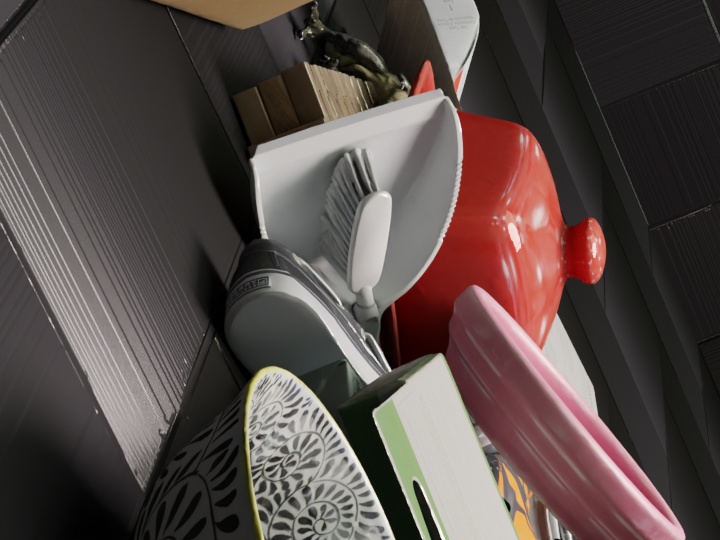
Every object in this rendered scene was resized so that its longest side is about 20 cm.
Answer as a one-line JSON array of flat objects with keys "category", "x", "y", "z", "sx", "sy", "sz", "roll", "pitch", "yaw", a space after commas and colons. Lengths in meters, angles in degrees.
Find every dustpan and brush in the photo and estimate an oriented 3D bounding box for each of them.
[{"category": "dustpan and brush", "x": 0.000, "y": 0.000, "z": 1.418, "sx": 0.057, "sy": 0.139, "sz": 0.201, "roll": 52, "pitch": -30, "yaw": 37}]

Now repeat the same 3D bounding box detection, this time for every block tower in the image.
[{"category": "block tower", "x": -0.027, "y": -0.095, "z": 1.529, "sx": 0.200, "sy": 0.054, "sz": 0.058, "roll": -9, "pitch": 77, "yaw": -78}]

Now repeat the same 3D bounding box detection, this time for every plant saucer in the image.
[{"category": "plant saucer", "x": 0.115, "y": 0.100, "z": 1.426, "sx": 0.201, "sy": 0.051, "sz": 0.201, "roll": 49, "pitch": 5, "yaw": -5}]

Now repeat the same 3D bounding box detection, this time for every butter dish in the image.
[{"category": "butter dish", "x": 0.089, "y": -0.013, "z": 1.560, "sx": 0.200, "sy": 0.147, "sz": 0.201, "roll": -72, "pitch": 159, "yaw": -55}]

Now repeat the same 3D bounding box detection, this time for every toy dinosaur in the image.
[{"category": "toy dinosaur", "x": -0.003, "y": -0.145, "z": 1.693, "sx": 0.088, "sy": 0.048, "sz": 0.200, "roll": 27, "pitch": 13, "yaw": -38}]

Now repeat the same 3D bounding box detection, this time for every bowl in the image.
[{"category": "bowl", "x": -0.044, "y": 0.149, "z": 0.976, "sx": 0.201, "sy": 0.094, "sz": 0.202, "roll": -21, "pitch": 90, "yaw": -78}]

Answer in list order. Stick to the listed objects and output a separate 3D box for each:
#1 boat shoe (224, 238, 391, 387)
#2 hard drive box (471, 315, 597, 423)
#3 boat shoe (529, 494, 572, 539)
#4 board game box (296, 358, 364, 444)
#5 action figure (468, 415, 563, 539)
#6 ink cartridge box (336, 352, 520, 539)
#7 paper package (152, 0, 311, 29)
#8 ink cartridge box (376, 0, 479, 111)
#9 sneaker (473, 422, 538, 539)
[{"category": "boat shoe", "x": -0.013, "y": 0.066, "z": 1.311, "sx": 0.200, "sy": 0.071, "sz": 0.068, "roll": 53, "pitch": 20, "yaw": -30}, {"category": "hard drive box", "x": 0.117, "y": 0.075, "z": 1.808, "sx": 0.156, "sy": 0.076, "sz": 0.201, "roll": -90, "pitch": 155, "yaw": -57}, {"category": "boat shoe", "x": 0.144, "y": 0.246, "z": 1.665, "sx": 0.072, "sy": 0.068, "sz": 0.201, "roll": 42, "pitch": 29, "yaw": -63}, {"category": "board game box", "x": 0.012, "y": 0.170, "z": 1.253, "sx": 0.148, "sy": 0.064, "sz": 0.201, "roll": -93, "pitch": 157, "yaw": -51}, {"category": "action figure", "x": 0.081, "y": 0.185, "z": 1.415, "sx": 0.200, "sy": 0.118, "sz": 0.102, "roll": 53, "pitch": 8, "yaw": -22}, {"category": "ink cartridge box", "x": 0.033, "y": 0.127, "z": 1.168, "sx": 0.146, "sy": 0.048, "sz": 0.200, "roll": 68, "pitch": 15, "yaw": -1}, {"category": "paper package", "x": -0.036, "y": -0.230, "z": 1.394, "sx": 0.200, "sy": 0.189, "sz": 0.104, "roll": 1, "pitch": 68, "yaw": -75}, {"category": "ink cartridge box", "x": 0.062, "y": -0.114, "z": 1.752, "sx": 0.163, "sy": 0.057, "sz": 0.201, "roll": 105, "pitch": -31, "yaw": -52}, {"category": "sneaker", "x": 0.092, "y": 0.159, "z": 1.609, "sx": 0.200, "sy": 0.077, "sz": 0.113, "roll": -9, "pitch": 82, "yaw": -66}]
